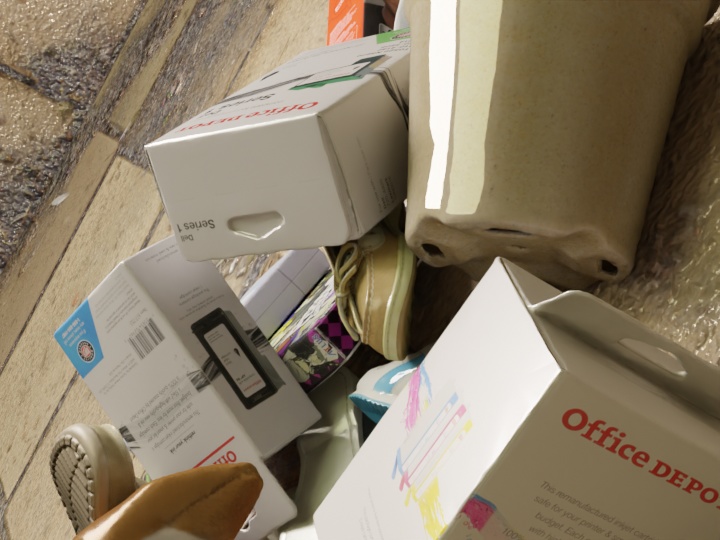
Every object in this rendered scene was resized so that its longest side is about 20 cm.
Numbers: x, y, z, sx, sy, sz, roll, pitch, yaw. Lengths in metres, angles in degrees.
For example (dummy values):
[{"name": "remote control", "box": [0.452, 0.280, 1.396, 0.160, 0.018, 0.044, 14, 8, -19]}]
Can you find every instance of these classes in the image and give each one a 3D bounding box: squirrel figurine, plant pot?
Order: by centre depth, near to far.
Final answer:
[{"name": "plant pot", "box": [0.104, -0.092, 0.872, 0.200, 0.200, 0.185, -18, 59, 61]}, {"name": "squirrel figurine", "box": [-0.145, 0.231, 0.923, 0.187, 0.199, 0.142, 100, 160, -58]}]

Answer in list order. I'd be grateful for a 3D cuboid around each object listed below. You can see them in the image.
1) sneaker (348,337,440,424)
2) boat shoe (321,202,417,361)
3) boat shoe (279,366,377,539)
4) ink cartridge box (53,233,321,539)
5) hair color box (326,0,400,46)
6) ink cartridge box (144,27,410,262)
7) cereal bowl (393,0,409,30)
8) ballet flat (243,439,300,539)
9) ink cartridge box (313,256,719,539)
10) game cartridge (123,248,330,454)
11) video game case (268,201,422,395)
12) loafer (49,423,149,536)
[{"name": "sneaker", "box": [0.067, 0.069, 0.903, 0.200, 0.076, 0.081, -14, 39, 57]}, {"name": "boat shoe", "box": [0.000, -0.003, 0.942, 0.201, 0.063, 0.074, -95, 10, -64]}, {"name": "boat shoe", "box": [-0.007, 0.153, 0.983, 0.073, 0.062, 0.201, -30, 35, 25]}, {"name": "ink cartridge box", "box": [-0.108, 0.088, 1.009, 0.068, 0.200, 0.116, -31, -6, -45]}, {"name": "hair color box", "box": [0.027, -0.192, 1.268, 0.061, 0.101, 0.201, -49, 25, 32]}, {"name": "ink cartridge box", "box": [-0.022, -0.088, 0.968, 0.145, 0.085, 0.200, -7, 20, 34]}, {"name": "cereal bowl", "box": [0.114, -0.230, 1.135, 0.200, 0.083, 0.201, -49, 25, 32]}, {"name": "ballet flat", "box": [-0.076, 0.200, 1.071, 0.200, 0.068, 0.067, -49, 51, 1]}, {"name": "ink cartridge box", "box": [0.088, 0.103, 0.717, 0.200, 0.128, 0.125, -55, 21, 15]}, {"name": "game cartridge", "box": [-0.107, 0.062, 1.175, 0.200, 0.040, 0.133, -49, 8, -22]}, {"name": "video game case", "box": [-0.025, 0.036, 1.099, 0.181, 0.036, 0.200, -40, 8, 45]}, {"name": "loafer", "box": [-0.157, 0.164, 0.986, 0.076, 0.068, 0.201, 50, 153, 34]}]
